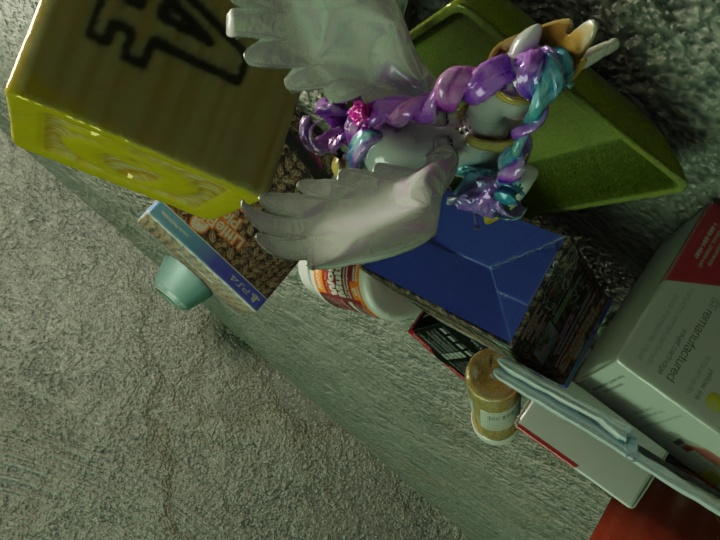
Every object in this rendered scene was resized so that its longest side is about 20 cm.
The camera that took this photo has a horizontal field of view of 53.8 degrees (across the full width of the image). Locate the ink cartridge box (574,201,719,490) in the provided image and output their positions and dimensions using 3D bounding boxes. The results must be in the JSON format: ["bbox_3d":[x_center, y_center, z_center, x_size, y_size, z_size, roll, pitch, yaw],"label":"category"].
[{"bbox_3d":[0.278,0.074,0.490,0.199,0.146,0.084,36,162,8],"label":"ink cartridge box"}]

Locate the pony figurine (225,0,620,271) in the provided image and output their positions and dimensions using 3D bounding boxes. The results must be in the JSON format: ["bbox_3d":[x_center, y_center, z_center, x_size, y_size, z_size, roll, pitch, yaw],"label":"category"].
[{"bbox_3d":[0.026,-0.074,0.408,0.200,0.191,0.168,105,156,-73],"label":"pony figurine"}]

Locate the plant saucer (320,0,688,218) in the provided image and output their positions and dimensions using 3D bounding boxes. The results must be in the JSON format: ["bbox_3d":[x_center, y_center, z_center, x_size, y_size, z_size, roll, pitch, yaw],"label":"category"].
[{"bbox_3d":[0.097,-0.112,0.503,0.199,0.048,0.199,30,166,-21],"label":"plant saucer"}]

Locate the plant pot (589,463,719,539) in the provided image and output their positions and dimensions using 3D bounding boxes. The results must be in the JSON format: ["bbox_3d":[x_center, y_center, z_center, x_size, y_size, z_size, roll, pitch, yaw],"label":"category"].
[{"bbox_3d":[0.373,0.356,0.881,0.199,0.196,0.201,28,162,10],"label":"plant pot"}]

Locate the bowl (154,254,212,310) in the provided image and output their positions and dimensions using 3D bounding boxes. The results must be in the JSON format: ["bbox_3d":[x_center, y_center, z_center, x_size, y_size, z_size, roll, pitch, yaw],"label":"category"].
[{"bbox_3d":[-0.590,0.054,2.303,0.200,0.105,0.201,36,163,13],"label":"bowl"}]

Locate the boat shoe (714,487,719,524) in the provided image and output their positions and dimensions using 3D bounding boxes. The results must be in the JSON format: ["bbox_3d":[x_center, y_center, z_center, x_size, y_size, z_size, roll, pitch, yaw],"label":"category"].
[{"bbox_3d":[0.443,0.237,0.702,0.064,0.073,0.200,5,162,-13],"label":"boat shoe"}]

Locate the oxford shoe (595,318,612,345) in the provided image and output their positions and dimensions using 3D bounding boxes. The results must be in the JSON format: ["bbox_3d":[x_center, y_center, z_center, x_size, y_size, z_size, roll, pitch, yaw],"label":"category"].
[{"bbox_3d":[0.301,0.132,0.735,0.200,0.058,0.075,45,159,-22],"label":"oxford shoe"}]

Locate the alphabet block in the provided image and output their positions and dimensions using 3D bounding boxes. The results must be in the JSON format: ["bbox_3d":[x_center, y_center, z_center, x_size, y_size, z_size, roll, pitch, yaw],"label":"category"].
[{"bbox_3d":[-0.161,-0.175,0.592,0.195,0.202,0.195,20,171,-22],"label":"alphabet block"}]

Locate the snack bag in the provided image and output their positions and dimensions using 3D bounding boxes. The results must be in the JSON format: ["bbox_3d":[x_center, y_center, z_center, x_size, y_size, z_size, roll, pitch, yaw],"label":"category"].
[{"bbox_3d":[0.198,0.127,0.556,0.199,0.022,0.188,32,180,19],"label":"snack bag"}]

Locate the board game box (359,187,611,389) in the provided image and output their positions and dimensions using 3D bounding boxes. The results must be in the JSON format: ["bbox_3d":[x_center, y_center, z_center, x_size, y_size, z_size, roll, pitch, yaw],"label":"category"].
[{"bbox_3d":[0.122,0.014,0.651,0.159,0.098,0.200,28,177,33],"label":"board game box"}]

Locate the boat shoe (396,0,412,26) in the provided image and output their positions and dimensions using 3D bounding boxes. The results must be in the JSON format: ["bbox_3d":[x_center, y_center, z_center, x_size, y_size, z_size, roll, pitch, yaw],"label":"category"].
[{"bbox_3d":[-0.007,-0.199,0.500,0.074,0.086,0.202,36,163,8],"label":"boat shoe"}]

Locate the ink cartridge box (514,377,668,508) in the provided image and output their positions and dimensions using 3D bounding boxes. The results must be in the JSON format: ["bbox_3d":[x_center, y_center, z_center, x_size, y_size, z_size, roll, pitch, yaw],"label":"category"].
[{"bbox_3d":[0.265,0.192,0.833,0.145,0.083,0.200,33,178,19],"label":"ink cartridge box"}]

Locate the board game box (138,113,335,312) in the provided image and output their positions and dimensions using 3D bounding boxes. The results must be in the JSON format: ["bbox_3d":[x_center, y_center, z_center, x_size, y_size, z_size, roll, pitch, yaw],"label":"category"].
[{"bbox_3d":[-0.128,-0.079,0.828,0.159,0.201,0.097,44,162,-16],"label":"board game box"}]

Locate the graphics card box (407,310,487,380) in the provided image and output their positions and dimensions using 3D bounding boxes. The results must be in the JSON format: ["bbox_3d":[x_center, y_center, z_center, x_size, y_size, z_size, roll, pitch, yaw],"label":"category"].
[{"bbox_3d":[0.152,0.095,0.959,0.125,0.051,0.200,40,164,-5],"label":"graphics card box"}]

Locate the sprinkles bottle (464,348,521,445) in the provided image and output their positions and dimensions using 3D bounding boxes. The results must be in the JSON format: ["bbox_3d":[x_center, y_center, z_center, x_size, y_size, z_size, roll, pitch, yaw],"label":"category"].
[{"bbox_3d":[0.171,0.165,0.901,0.068,0.068,0.200,31,162,24],"label":"sprinkles bottle"}]

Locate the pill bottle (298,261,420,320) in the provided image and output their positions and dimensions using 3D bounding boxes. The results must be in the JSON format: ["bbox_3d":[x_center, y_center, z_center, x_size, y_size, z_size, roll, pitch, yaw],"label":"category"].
[{"bbox_3d":[0.000,0.000,0.939,0.110,0.110,0.199,48,161,-26],"label":"pill bottle"}]
